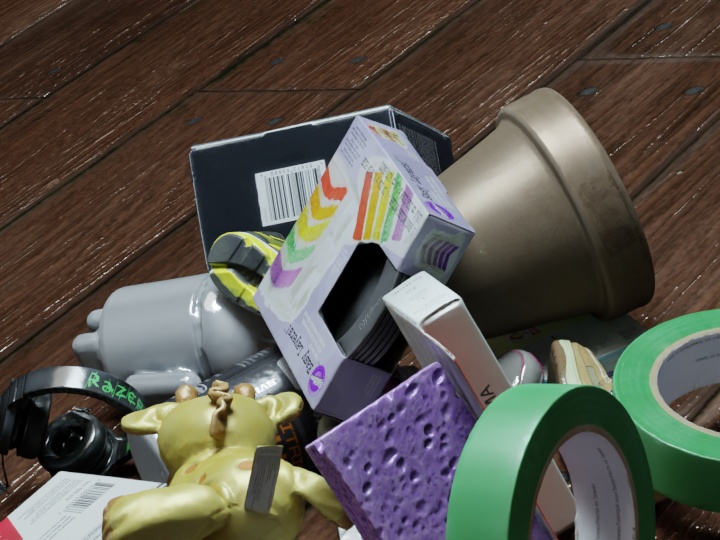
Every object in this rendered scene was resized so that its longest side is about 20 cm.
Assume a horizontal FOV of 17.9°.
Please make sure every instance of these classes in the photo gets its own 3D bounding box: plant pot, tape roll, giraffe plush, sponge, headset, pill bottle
[{"bbox_3d":[0.118,-0.023,1.852,0.174,0.200,0.200,-27,25,-9],"label":"plant pot"},{"bbox_3d":[0.127,0.174,1.488,0.048,0.201,0.200,-1,29,34],"label":"tape roll"},{"bbox_3d":[0.283,0.100,1.650,0.200,0.048,0.201,-2,32,1],"label":"tape roll"},{"bbox_3d":[-0.105,0.156,1.611,0.172,0.200,0.162,19,26,-22],"label":"giraffe plush"},{"bbox_3d":[0.060,0.173,1.549,0.111,0.200,0.030,-34,2,-29],"label":"sponge"},{"bbox_3d":[-0.268,0.131,1.971,0.200,0.123,0.094,-31,40,35],"label":"headset"},{"bbox_3d":[-0.081,0.124,1.866,0.200,0.106,0.106,-28,25,-20],"label":"pill bottle"}]

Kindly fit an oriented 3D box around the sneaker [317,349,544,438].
[{"bbox_3d":[0.052,0.113,1.791,0.200,0.088,0.081,-31,25,-9],"label":"sneaker"}]

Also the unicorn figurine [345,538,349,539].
[{"bbox_3d":[-0.058,0.264,1.527,0.200,0.074,0.137,-38,-4,-1],"label":"unicorn figurine"}]

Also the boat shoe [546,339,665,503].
[{"bbox_3d":[0.190,0.121,1.740,0.076,0.072,0.200,-5,35,-4],"label":"boat shoe"}]

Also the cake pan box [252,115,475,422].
[{"bbox_3d":[0.000,0.000,1.783,0.052,0.184,0.200,20,20,-27],"label":"cake pan box"}]

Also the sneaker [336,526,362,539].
[{"bbox_3d":[0.025,0.214,1.661,0.083,0.081,0.200,-3,34,3],"label":"sneaker"}]

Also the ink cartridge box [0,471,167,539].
[{"bbox_3d":[-0.190,0.231,1.739,0.200,0.084,0.144,1,30,38],"label":"ink cartridge box"}]

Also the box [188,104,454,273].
[{"bbox_3d":[-0.027,-0.065,2.121,0.200,0.124,0.197,-11,-6,17],"label":"box"}]

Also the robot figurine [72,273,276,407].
[{"bbox_3d":[-0.155,0.062,2.045,0.200,0.113,0.170,-9,33,22],"label":"robot figurine"}]

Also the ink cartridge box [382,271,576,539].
[{"bbox_3d":[0.100,0.108,1.627,0.044,0.200,0.174,-33,19,-8],"label":"ink cartridge box"}]

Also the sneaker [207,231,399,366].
[{"bbox_3d":[-0.037,0.028,1.980,0.075,0.200,0.085,-52,-9,27],"label":"sneaker"}]

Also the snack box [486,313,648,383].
[{"bbox_3d":[0.158,0.056,1.926,0.116,0.037,0.200,-21,24,-11],"label":"snack box"}]
